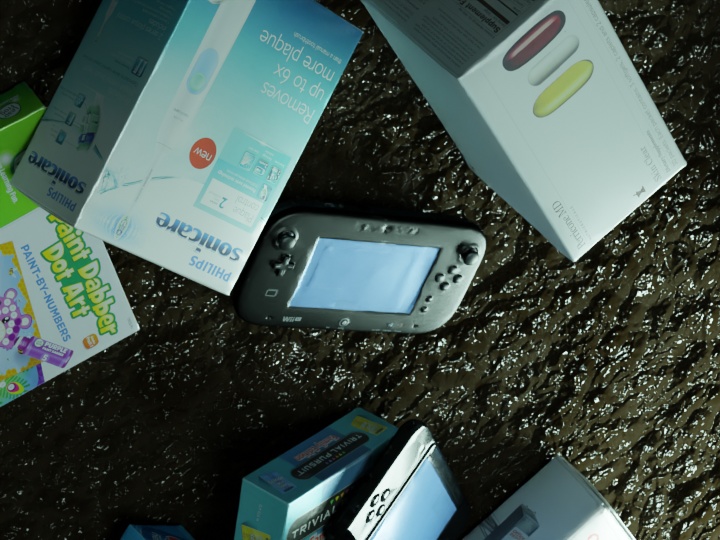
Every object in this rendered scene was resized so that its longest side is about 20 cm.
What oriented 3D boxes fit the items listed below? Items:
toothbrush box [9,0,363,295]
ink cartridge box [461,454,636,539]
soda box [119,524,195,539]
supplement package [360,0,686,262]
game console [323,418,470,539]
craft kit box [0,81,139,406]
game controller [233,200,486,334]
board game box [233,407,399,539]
[{"bbox_3d":[-0.112,-0.106,1.327,0.146,0.085,0.201,27,93,-46],"label":"toothbrush box"},{"bbox_3d":[0.146,0.279,1.759,0.200,0.085,0.146,-40,131,-2],"label":"ink cartridge box"},{"bbox_3d":[-0.185,0.294,1.565,0.064,0.068,0.201,10,114,-55],"label":"soda box"},{"bbox_3d":[0.112,-0.135,1.428,0.111,0.156,0.200,-40,132,-2],"label":"supplement package"},{"bbox_3d":[0.055,0.244,1.601,0.176,0.116,0.200,-54,152,-15],"label":"game console"},{"bbox_3d":[-0.268,0.005,1.359,0.197,0.048,0.201,-31,130,-15],"label":"craft kit box"},{"bbox_3d":[0.000,0.000,1.521,0.199,0.042,0.105,4,116,-33],"label":"game controller"},{"bbox_3d":[-0.042,0.226,1.593,0.151,0.047,0.201,-28,136,-50],"label":"board game box"}]
